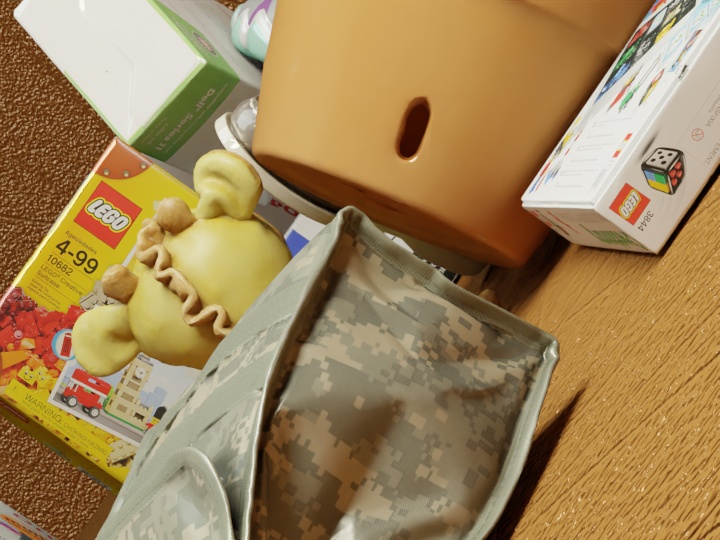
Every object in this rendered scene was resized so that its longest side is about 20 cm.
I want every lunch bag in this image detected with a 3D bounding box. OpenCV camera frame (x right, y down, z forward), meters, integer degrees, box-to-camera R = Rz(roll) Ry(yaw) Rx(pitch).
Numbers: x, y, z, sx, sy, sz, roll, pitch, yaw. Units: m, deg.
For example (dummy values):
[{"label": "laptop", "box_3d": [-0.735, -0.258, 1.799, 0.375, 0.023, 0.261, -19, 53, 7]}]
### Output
[{"label": "lunch bag", "box_3d": [-0.034, 0.108, 0.976, 0.164, 0.117, 0.200, -49, 13, 46]}]

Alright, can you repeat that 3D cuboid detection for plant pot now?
[{"label": "plant pot", "box_3d": [0.038, -0.090, 1.280, 0.200, 0.199, 0.141, 167, 126, -84]}]

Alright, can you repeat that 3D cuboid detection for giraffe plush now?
[{"label": "giraffe plush", "box_3d": [-0.046, 0.033, 1.336, 0.173, 0.162, 0.200, -55, 4, -11]}]

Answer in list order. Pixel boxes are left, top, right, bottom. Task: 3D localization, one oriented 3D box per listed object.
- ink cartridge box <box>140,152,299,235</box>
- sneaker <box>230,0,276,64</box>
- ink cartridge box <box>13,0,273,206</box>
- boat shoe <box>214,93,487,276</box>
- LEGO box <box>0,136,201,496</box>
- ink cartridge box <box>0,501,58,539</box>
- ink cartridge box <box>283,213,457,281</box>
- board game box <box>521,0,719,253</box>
[{"label": "ink cartridge box", "box_3d": [-0.053, -0.042, 1.724, 0.083, 0.146, 0.200, -55, -17, -26]}, {"label": "sneaker", "box_3d": [0.009, -0.164, 1.492, 0.200, 0.077, 0.141, 22, 97, 52]}, {"label": "ink cartridge box", "box_3d": [-0.092, -0.106, 1.567, 0.067, 0.117, 0.200, -47, -27, 11]}, {"label": "boat shoe", "box_3d": [0.012, -0.054, 1.403, 0.060, 0.200, 0.072, -44, 48, 24]}, {"label": "LEGO box", "box_3d": [-0.092, 0.051, 1.470, 0.149, 0.200, 0.077, -56, 4, -12]}, {"label": "ink cartridge box", "box_3d": [-0.188, 0.230, 1.508, 0.145, 0.145, 0.200, -55, 5, -1]}, {"label": "ink cartridge box", "box_3d": [0.000, 0.000, 1.568, 0.200, 0.094, 0.044, -57, 4, -17]}, {"label": "board game box", "box_3d": [0.124, -0.069, 1.116, 0.127, 0.035, 0.200, -55, 4, -1]}]
